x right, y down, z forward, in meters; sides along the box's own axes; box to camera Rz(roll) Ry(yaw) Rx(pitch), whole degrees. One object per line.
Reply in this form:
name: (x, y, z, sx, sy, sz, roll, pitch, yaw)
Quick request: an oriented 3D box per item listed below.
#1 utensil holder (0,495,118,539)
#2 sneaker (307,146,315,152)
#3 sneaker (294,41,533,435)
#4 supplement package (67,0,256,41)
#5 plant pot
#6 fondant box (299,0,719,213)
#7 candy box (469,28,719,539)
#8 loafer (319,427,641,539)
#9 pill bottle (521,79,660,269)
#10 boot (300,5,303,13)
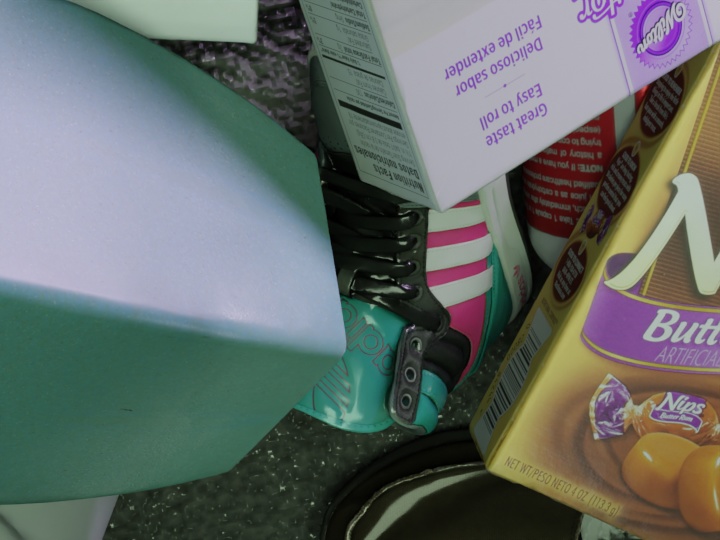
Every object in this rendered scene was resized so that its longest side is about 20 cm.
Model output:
utensil holder: (-0.170, 0.061, 1.171, 0.169, 0.200, 0.170, 10, 135, 10)
sneaker: (-0.101, -0.032, 1.246, 0.199, 0.075, 0.080, 18, 104, -9)
sneaker: (0.000, 0.000, 1.202, 0.121, 0.083, 0.200, -57, 147, -21)
supplement package: (-0.096, -0.157, 1.142, 0.113, 0.200, 0.110, 2, 104, -5)
plant pot: (-0.115, -0.004, 1.043, 0.199, 0.142, 0.141, 13, 141, -31)
fondant box: (0.040, -0.144, 1.061, 0.144, 0.058, 0.201, -32, 120, -23)
candy box: (0.140, 0.007, 1.172, 0.116, 0.056, 0.201, 24, 101, -13)
loafer: (0.080, 0.105, 1.296, 0.199, 0.071, 0.073, -12, 105, -2)
pill bottle: (0.120, -0.063, 1.238, 0.112, 0.112, 0.201, -6, 105, -3)
boot: (0.069, -0.166, 1.149, 0.200, 0.071, 0.145, -6, 99, -2)
